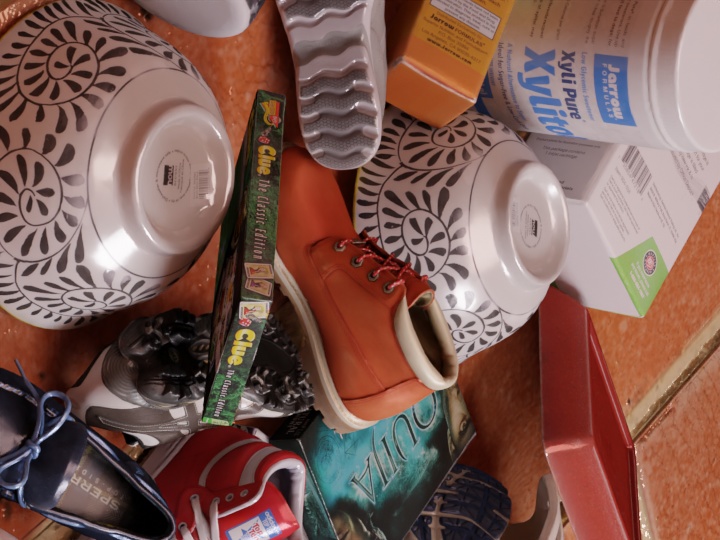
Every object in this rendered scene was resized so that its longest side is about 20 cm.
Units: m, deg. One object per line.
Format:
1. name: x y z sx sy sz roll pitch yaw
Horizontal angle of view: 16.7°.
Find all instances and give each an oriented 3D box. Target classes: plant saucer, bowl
1. plant saucer: 0.181 0.138 1.901 0.200 0.037 0.200 -87 160 -52
2. bowl: -0.139 -0.058 1.464 0.201 0.094 0.201 -15 109 -49
3. bowl: 0.088 -0.031 1.745 0.201 0.094 0.201 10 77 -56

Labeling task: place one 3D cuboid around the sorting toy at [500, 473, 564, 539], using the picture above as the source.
1. sorting toy: 0.117 0.247 1.795 0.200 0.107 0.180 -61 160 -44

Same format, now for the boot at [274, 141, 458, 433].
1. boot: 0.000 0.000 1.630 0.075 0.107 0.200 -21 90 -50

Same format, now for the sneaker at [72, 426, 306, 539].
1. sneaker: -0.112 0.181 1.546 0.200 0.112 0.071 -56 139 -26

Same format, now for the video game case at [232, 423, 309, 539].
1. video game case: -0.061 0.224 1.685 0.200 0.036 0.181 39 66 -49

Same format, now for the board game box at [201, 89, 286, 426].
1. board game box: -0.070 -0.011 1.497 0.200 0.023 0.105 -88 -169 -49

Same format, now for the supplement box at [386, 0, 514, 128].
1. supplement box: 0.075 -0.203 1.714 0.069 0.067 0.200 27 67 -14

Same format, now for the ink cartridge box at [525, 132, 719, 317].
1. ink cartridge box: 0.210 -0.088 1.927 0.200 0.084 0.146 -58 138 -26

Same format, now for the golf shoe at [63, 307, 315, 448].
1. golf shoe: -0.109 0.069 1.558 0.200 0.094 0.078 11 53 -56

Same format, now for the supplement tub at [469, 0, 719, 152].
1. supplement tub: 0.174 -0.158 1.770 0.132 0.200 0.132 -16 110 -50

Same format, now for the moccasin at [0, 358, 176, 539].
1. moccasin: -0.184 0.105 1.453 0.200 0.068 0.081 28 82 -39

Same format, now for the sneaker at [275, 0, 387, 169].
1. sneaker: -0.019 -0.169 1.644 0.082 0.075 0.200 -51 142 -83

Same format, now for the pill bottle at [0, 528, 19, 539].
1. pill bottle: -0.208 0.216 1.418 0.200 0.112 0.112 41 65 -37

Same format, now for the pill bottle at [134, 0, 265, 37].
1. pill bottle: -0.069 -0.250 1.509 0.200 0.106 0.106 -61 139 -23

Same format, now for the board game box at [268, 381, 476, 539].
1. board game box: 0.013 0.117 1.726 0.200 0.028 0.135 -51 128 -47

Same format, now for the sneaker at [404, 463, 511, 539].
1. sneaker: 0.050 0.224 1.810 0.200 0.077 0.085 -61 175 -46
